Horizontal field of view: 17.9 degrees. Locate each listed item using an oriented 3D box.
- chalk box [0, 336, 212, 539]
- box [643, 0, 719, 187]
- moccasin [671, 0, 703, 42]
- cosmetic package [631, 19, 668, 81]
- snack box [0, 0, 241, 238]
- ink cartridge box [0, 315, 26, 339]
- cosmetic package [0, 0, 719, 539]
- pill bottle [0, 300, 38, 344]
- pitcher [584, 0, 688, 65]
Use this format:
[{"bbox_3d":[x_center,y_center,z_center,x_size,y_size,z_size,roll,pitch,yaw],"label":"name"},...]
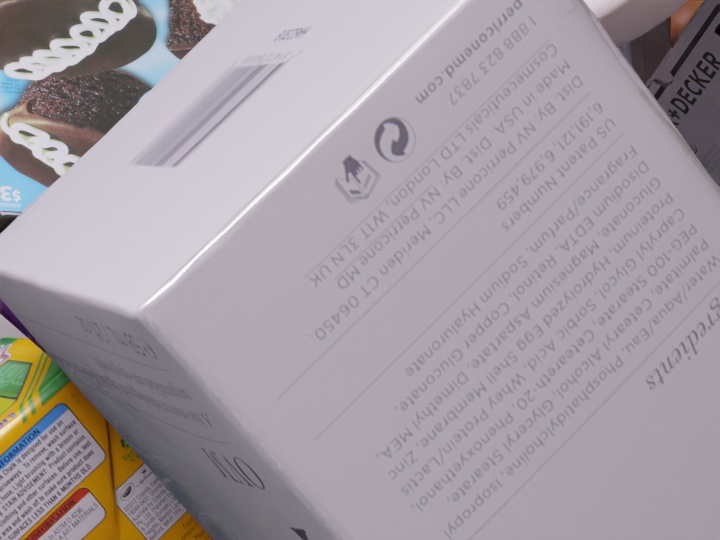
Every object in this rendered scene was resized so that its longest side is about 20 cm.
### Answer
[{"bbox_3d":[-0.137,0.110,0.906,0.125,0.124,0.200,-43,15,-18],"label":"chalk box"},{"bbox_3d":[0.167,-0.111,0.704,0.200,0.060,0.117,-50,-5,-23],"label":"box"},{"bbox_3d":[0.173,-0.144,1.000,0.074,0.078,0.201,-48,-11,33],"label":"moccasin"},{"bbox_3d":[0.074,-0.099,0.843,0.082,0.201,0.051,-5,55,5],"label":"cosmetic package"},{"bbox_3d":[-0.031,-0.049,0.710,0.037,0.198,0.117,122,146,-51],"label":"snack box"},{"bbox_3d":[-0.100,0.014,1.012,0.200,0.116,0.068,-45,24,34],"label":"ink cartridge box"},{"bbox_3d":[0.023,0.037,0.577,0.123,0.200,0.199,-45,15,-12],"label":"cosmetic package"},{"bbox_3d":[-0.043,0.008,0.771,0.112,0.200,0.111,-50,-7,-9],"label":"pill bottle"},{"bbox_3d":[0.055,-0.109,0.650,0.120,0.173,0.200,-15,19,10],"label":"pitcher"}]
